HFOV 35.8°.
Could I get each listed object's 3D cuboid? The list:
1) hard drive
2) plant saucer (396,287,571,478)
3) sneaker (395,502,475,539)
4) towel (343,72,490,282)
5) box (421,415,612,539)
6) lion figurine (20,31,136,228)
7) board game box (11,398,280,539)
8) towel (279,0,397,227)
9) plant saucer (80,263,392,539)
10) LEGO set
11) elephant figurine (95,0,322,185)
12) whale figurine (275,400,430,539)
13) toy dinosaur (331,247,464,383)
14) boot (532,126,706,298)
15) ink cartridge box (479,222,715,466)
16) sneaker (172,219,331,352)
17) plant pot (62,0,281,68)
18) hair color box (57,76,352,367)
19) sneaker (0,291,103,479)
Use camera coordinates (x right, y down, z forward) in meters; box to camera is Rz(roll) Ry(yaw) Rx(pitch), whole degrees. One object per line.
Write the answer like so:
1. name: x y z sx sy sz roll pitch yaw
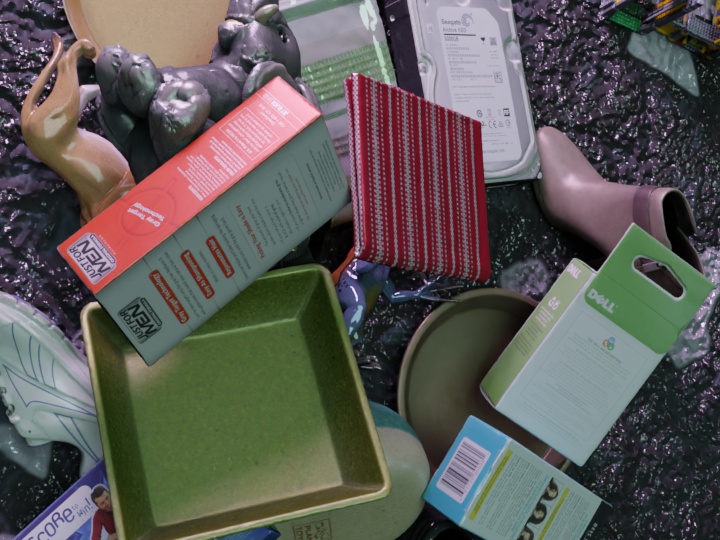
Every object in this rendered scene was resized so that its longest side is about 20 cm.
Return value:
1. hard drive: 0.097 -0.176 1.035 0.138 0.038 0.203 -7 86 -39
2. plant saucer: 0.120 0.118 1.035 0.197 0.029 0.204 3 83 -22
3. sneaker: 0.055 0.298 0.952 0.070 0.099 0.203 5 84 -22
4. towel: 0.050 -0.069 0.904 0.199 0.022 0.147 9 75 -55
5. box: 0.140 0.201 0.967 0.200 0.049 0.083 37 83 -45
6. lion figurine: -0.217 -0.087 0.907 0.200 0.072 0.123 45 69 -5
7. board game box: -0.177 0.216 0.847 0.200 0.035 0.136 -41 70 -4
8. towel: -0.030 -0.143 0.992 0.148 0.031 0.203 -20 101 -24
9. plant saucer: -0.097 0.105 0.838 0.197 0.048 0.202 -10 61 -14
10. LEGO set: 0.342 -0.302 1.119 0.198 0.116 0.156 27 75 -17
11. elephant figurine: -0.095 -0.141 0.873 0.199 0.156 0.142 -30 68 -33
12. whale figurine: -0.043 0.175 0.929 0.197 0.104 0.161 -15 134 -9
13. toy dinosaur: 0.000 0.000 0.959 0.197 0.105 0.184 6 66 -4
14. boot: 0.244 -0.056 1.038 0.070 0.146 0.202 -31 96 -22
15. ink cartridge box: 0.208 0.060 0.990 0.103 0.059 0.201 33 98 -14
16. sneaker: -0.100 0.007 0.913 0.105 0.075 0.202 18 77 16
17. plant pot: -0.160 -0.240 0.966 0.197 0.027 0.204 2 84 -20
18. hair color box: -0.106 -0.035 0.802 0.199 0.102 0.061 -40 55 -13
19. sneaker: -0.253 0.086 0.872 0.200 0.074 0.087 42 76 -12
